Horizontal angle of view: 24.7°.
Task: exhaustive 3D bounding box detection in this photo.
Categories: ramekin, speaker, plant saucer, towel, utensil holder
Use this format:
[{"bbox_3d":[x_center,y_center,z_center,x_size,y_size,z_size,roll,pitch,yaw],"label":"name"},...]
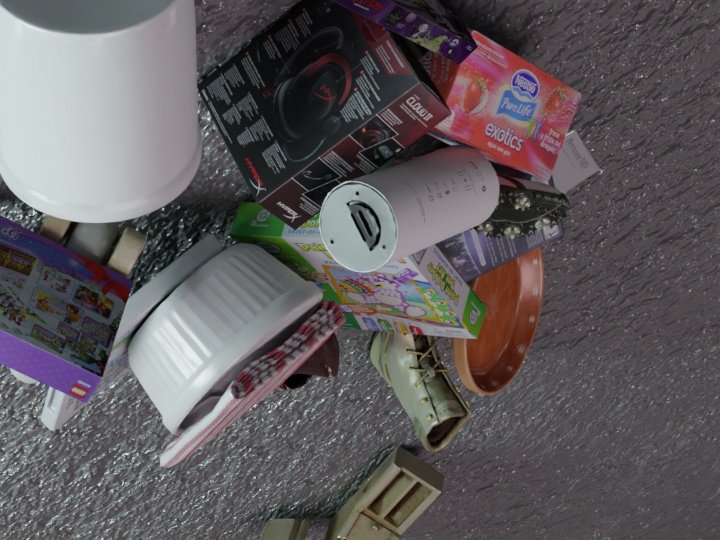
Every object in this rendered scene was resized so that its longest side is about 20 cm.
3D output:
[{"bbox_3d":[-0.140,0.060,1.616,0.202,0.094,0.202,-44,174,-6],"label":"ramekin"},{"bbox_3d":[0.047,-0.058,1.476,0.081,0.081,0.200,-50,166,31],"label":"speaker"},{"bbox_3d":[0.155,0.043,1.901,0.200,0.032,0.201,-32,128,-52],"label":"plant saucer"},{"bbox_3d":[-0.107,0.111,1.617,0.146,0.030,0.200,-46,174,40],"label":"towel"},{"bbox_3d":[-0.210,-0.163,1.292,0.170,0.170,0.200,-17,145,-18],"label":"utensil holder"}]

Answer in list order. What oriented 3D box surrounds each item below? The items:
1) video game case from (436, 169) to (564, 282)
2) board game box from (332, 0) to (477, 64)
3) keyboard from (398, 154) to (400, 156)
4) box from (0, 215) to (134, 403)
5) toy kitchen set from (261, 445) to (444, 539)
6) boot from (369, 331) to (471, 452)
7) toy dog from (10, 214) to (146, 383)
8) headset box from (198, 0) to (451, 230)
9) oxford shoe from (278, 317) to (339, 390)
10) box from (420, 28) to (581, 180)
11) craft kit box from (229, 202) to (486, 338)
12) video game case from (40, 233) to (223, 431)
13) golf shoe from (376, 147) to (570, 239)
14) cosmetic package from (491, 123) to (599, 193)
[{"bbox_3d":[0.116,-0.035,1.734,0.200,0.019,0.143,-26,148,-1],"label":"video game case"},{"bbox_3d":[0.010,-0.250,1.385,0.032,0.120,0.200,-46,145,21],"label":"board game box"},{"bbox_3d":[0.045,-0.157,1.639,0.127,0.021,0.200,-44,145,22],"label":"keyboard"},{"bbox_3d":[-0.304,0.019,1.421,0.200,0.137,0.039,27,126,-13],"label":"box"},{"bbox_3d":[-0.017,0.342,2.180,0.163,0.200,0.181,34,121,-9],"label":"toy kitchen set"},{"bbox_3d":[0.074,0.104,1.903,0.072,0.155,0.200,-16,146,-20],"label":"boot"},{"bbox_3d":[-0.275,0.006,1.554,0.200,0.096,0.132,-36,106,24],"label":"toy dog"},{"bbox_3d":[-0.026,-0.158,1.460,0.200,0.149,0.075,-37,149,12],"label":"headset box"},{"bbox_3d":[-0.099,0.098,1.775,0.071,0.073,0.200,-13,178,-41],"label":"oxford shoe"},{"bbox_3d":[0.109,-0.165,1.574,0.200,0.103,0.095,20,92,-50],"label":"box"},{"bbox_3d":[0.000,0.000,1.665,0.200,0.049,0.198,3,149,33],"label":"craft kit box"},{"bbox_3d":[-0.226,0.063,1.620,0.200,0.024,0.182,-42,173,-27],"label":"video game case"},{"bbox_3d":[0.109,-0.084,1.636,0.200,0.088,0.077,3,145,-7],"label":"golf shoe"},{"bbox_3d":[0.143,-0.097,1.753,0.200,0.071,0.101,-34,148,8],"label":"cosmetic package"}]
